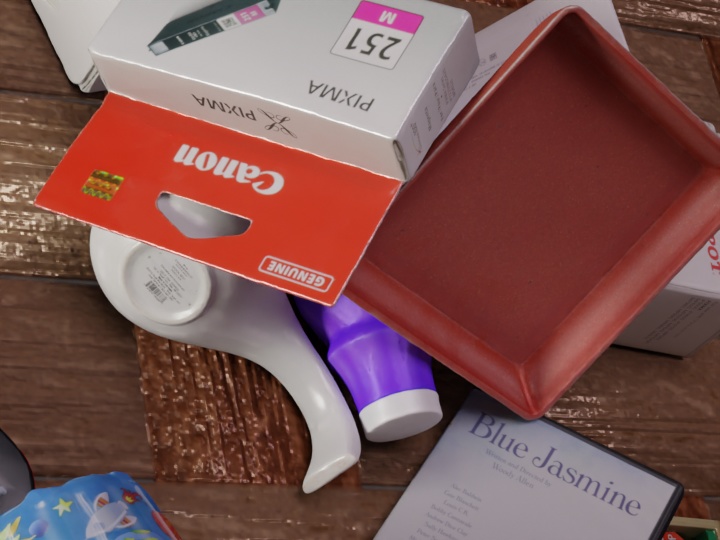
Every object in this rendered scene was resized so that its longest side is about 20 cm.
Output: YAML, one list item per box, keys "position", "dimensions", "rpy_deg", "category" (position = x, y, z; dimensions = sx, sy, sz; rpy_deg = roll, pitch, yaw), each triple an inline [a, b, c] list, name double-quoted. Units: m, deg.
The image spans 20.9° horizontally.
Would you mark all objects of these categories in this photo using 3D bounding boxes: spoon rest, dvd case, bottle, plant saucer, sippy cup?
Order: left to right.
- position: [-0.123, 0.174, 0.940]
  dimensions: [0.131, 0.139, 0.178]
  rpy_deg: [57, 10, 27]
  category: "sippy cup"
- position: [-0.072, 0.031, 1.096]
  dimensions: [0.200, 0.099, 0.061]
  rpy_deg: [52, 24, -10]
  category: "spoon rest"
- position: [0.000, 0.000, 1.152]
  dimensions: [0.065, 0.083, 0.201]
  rpy_deg: [31, 39, -63]
  category: "bottle"
- position: [0.086, 0.161, 1.109]
  dimensions: [0.142, 0.018, 0.200]
  rpy_deg: [25, 46, 14]
  category: "dvd case"
- position: [0.101, -0.033, 1.102]
  dimensions: [0.199, 0.200, 0.037]
  rpy_deg: [34, 13, -39]
  category: "plant saucer"

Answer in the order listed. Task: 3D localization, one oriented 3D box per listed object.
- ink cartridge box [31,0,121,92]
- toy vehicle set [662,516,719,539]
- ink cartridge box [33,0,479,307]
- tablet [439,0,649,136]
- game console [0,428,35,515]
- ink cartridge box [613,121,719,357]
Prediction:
- position: [-0.108, -0.206, 1.224]
  dimensions: [0.199, 0.086, 0.148]
  rpy_deg: [-16, 70, -39]
  category: "ink cartridge box"
- position: [0.177, 0.239, 1.137]
  dimensions: [0.124, 0.027, 0.201]
  rpy_deg: [7, 57, -27]
  category: "toy vehicle set"
- position: [-0.062, -0.087, 1.050]
  dimensions: [0.199, 0.044, 0.174]
  rpy_deg: [18, 60, 24]
  category: "ink cartridge box"
- position: [0.075, -0.092, 1.192]
  dimensions: [0.014, 0.199, 0.131]
  rpy_deg: [37, 32, -49]
  category: "tablet"
- position: [-0.277, 0.091, 0.961]
  dimensions: [0.200, 0.031, 0.177]
  rpy_deg: [46, 48, 4]
  category: "game console"
- position: [0.144, -0.036, 1.263]
  dimensions: [0.199, 0.085, 0.146]
  rpy_deg: [10, 55, -23]
  category: "ink cartridge box"
